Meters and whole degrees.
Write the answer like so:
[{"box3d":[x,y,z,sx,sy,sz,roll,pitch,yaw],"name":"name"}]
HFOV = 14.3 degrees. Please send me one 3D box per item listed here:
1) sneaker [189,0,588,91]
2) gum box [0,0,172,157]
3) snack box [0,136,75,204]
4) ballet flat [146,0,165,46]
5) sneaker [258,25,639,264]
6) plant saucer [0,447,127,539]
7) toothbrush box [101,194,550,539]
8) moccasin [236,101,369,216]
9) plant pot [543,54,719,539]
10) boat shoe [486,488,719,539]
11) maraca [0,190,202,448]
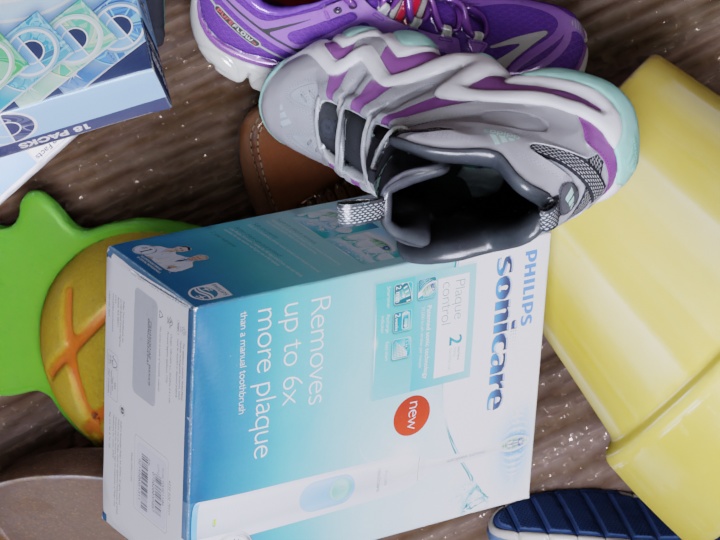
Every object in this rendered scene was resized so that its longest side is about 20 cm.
[{"box3d":[0.016,-0.122,1.417,0.200,0.081,0.083,7,145,-5],"name":"sneaker"},{"box3d":[-0.195,-0.147,1.370,0.170,0.045,0.200,-16,66,2],"name":"gum box"},{"box3d":[-0.211,-0.059,1.469,0.200,0.024,0.072,-41,104,10],"name":"snack box"},{"box3d":[-0.186,-0.098,1.412,0.200,0.073,0.073,-22,107,3],"name":"ballet flat"},{"box3d":[0.015,-0.052,1.327,0.200,0.140,0.078,6,119,30],"name":"sneaker"},{"box3d":[-0.114,0.145,1.486,0.200,0.035,0.200,8,146,6],"name":"plant saucer"},{"box3d":[-0.016,0.050,1.363,0.200,0.085,0.147,-11,117,-33],"name":"toothbrush box"},{"box3d":[-0.002,0.001,1.466,0.074,0.078,0.202,-24,107,-10],"name":"moccasin"},{"box3d":[0.167,0.003,1.431,0.189,0.201,0.201,44,101,1],"name":"plant pot"},{"box3d":[0.164,0.165,1.535,0.200,0.072,0.072,5,109,-5],"name":"boat shoe"},{"box3d":[-0.114,0.034,1.466,0.200,0.107,0.137,20,108,14],"name":"maraca"}]
